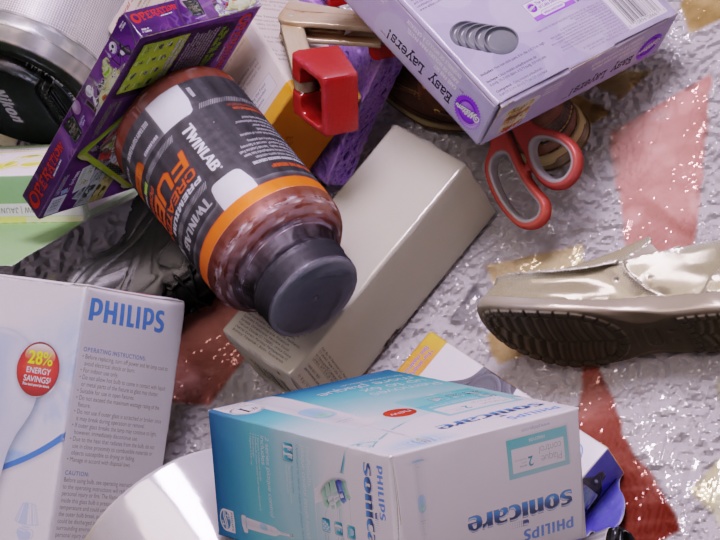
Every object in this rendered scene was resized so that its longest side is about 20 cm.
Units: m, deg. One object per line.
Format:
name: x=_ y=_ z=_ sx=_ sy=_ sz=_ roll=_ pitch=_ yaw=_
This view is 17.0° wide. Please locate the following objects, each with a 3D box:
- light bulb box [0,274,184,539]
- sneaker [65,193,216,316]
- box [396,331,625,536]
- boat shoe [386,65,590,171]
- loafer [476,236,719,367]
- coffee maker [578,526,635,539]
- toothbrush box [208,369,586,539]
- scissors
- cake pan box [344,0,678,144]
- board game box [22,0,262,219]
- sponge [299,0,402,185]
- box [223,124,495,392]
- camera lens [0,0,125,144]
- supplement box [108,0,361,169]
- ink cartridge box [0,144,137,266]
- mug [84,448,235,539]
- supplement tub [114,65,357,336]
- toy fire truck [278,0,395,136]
light bulb box: x=-0.247 y=0.105 z=1.702 sx=0.197 sy=0.125 sz=0.202 roll=6 pitch=86 yaw=31
sneaker: x=-0.157 y=0.013 z=1.799 sx=0.090 sy=0.076 sz=0.201 roll=25 pitch=74 yaw=31
box: x=0.080 y=0.135 z=1.606 sx=0.119 sy=0.042 sz=0.200 roll=-49 pitch=47 yaw=-10
boat shoe: x=0.081 y=-0.139 z=1.777 sx=0.199 sy=0.068 sz=0.072 roll=27 pitch=73 yaw=39
loafer: x=0.177 y=0.018 z=1.617 sx=0.198 sy=0.076 sz=0.069 roll=0 pitch=56 yaw=17
coffee maker: x=0.089 y=0.267 z=1.465 sx=0.199 sy=0.135 sz=0.194 roll=-16 pitch=70 yaw=20
toothbrush box: x=0.020 y=0.124 z=1.480 sx=0.146 sy=0.086 sz=0.199 roll=-11 pitch=12 yaw=-33
scissors: x=0.090 y=-0.121 z=1.712 sx=0.073 sy=0.014 sz=0.201 roll=-44 pitch=64 yaw=26
cake pan box: x=0.100 y=-0.199 z=1.704 sx=0.199 sy=0.052 sz=0.184 roll=-30 pitch=70 yaw=-35
board game box: x=-0.159 y=-0.121 z=1.739 sx=0.032 sy=0.120 sz=0.200 roll=55 pitch=134 yaw=20
sponge: x=-0.053 y=-0.159 z=1.853 sx=0.200 sy=0.030 sz=0.112 roll=40 pitch=115 yaw=40
box: x=0.000 y=0.000 z=1.723 sx=0.082 sy=0.068 sz=0.200 roll=33 pitch=77 yaw=39
camera lens: x=-0.250 y=-0.215 z=1.946 sx=0.159 sy=0.160 sz=0.201 roll=2 pitch=59 yaw=29
supplement box: x=-0.097 y=-0.158 z=1.823 sx=0.126 sy=0.073 sz=0.201 roll=-53 pitch=54 yaw=33
ink cartridge box: x=-0.272 y=-0.052 z=1.846 sx=0.145 sy=0.048 sz=0.200 roll=-1 pitch=15 yaw=27
mug: x=-0.088 y=0.234 z=1.586 sx=0.149 sy=0.187 sz=0.153 roll=-19 pitch=52 yaw=-29
supplement tub: x=-0.082 y=-0.045 z=1.676 sx=0.107 sy=0.107 sz=0.200 roll=-39 pitch=55 yaw=-2
toy fire truck: x=-0.007 y=-0.179 z=1.748 sx=0.140 sy=0.049 sz=0.200 roll=-16 pitch=38 yaw=-18
